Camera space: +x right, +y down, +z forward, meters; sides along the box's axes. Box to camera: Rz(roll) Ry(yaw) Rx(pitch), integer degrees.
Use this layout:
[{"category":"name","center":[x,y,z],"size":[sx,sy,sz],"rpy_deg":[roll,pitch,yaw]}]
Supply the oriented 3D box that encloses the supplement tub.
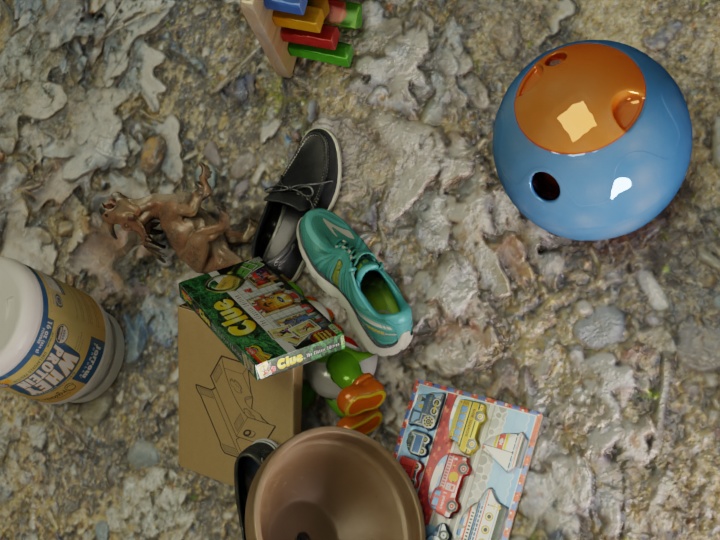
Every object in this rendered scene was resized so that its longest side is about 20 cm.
[{"category":"supplement tub","center":[-0.389,0.078,1.455],"size":[0.143,0.200,0.146],"rpy_deg":[-8,70,23]}]

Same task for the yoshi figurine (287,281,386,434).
[{"category":"yoshi figurine","center":[-0.062,0.098,1.351],"size":[0.112,0.112,0.200],"rpy_deg":[-46,57,12]}]

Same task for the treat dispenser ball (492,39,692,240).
[{"category":"treat dispenser ball","center":[0.234,-0.131,1.232],"size":[0.199,0.201,0.203],"rpy_deg":[-8,69,22]}]

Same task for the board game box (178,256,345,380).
[{"category":"board game box","center":[-0.110,0.047,1.305],"size":[0.104,0.024,0.200],"rpy_deg":[-21,34,-24]}]

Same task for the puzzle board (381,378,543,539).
[{"category":"puzzle board","center":[0.096,0.227,1.282],"size":[0.150,0.017,0.202],"rpy_deg":[12,79,28]}]

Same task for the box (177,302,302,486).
[{"category":"box","center":[-0.135,0.149,1.353],"size":[0.162,0.021,0.202],"rpy_deg":[15,113,29]}]

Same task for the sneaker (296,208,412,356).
[{"category":"sneaker","center":[0.000,0.000,1.359],"size":[0.077,0.080,0.200],"rpy_deg":[-27,63,-23]}]

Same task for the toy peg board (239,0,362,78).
[{"category":"toy peg board","center":[-0.050,-0.354,1.456],"size":[0.097,0.199,0.202],"rpy_deg":[12,78,12]}]

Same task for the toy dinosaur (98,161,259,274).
[{"category":"toy dinosaur","center":[-0.209,-0.042,1.485],"size":[0.200,0.086,0.136],"rpy_deg":[45,105,14]}]

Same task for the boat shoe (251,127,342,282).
[{"category":"boat shoe","center":[-0.077,-0.080,1.442],"size":[0.074,0.062,0.202],"rpy_deg":[15,78,30]}]

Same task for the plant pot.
[{"category":"plant pot","center":[-0.039,0.268,1.242],"size":[0.093,0.199,0.203],"rpy_deg":[-32,56,52]}]

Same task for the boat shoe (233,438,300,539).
[{"category":"boat shoe","center":[-0.102,0.284,1.304],"size":[0.068,0.057,0.202],"rpy_deg":[-10,88,24]}]
